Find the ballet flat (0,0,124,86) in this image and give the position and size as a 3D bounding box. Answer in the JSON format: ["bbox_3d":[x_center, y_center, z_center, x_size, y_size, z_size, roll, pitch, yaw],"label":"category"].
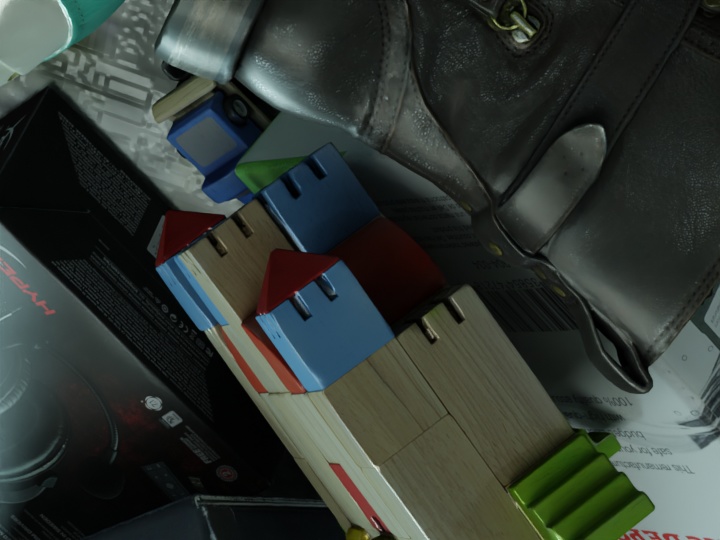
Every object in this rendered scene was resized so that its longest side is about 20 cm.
[{"bbox_3d":[-0.134,-0.076,0.850,0.067,0.071,0.200,39,145,-23],"label":"ballet flat"}]

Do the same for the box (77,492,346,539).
[{"bbox_3d":[-0.069,0.167,0.948,0.199,0.124,0.196,-23,162,27],"label":"box"}]

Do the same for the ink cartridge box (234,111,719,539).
[{"bbox_3d":[0.078,0.005,0.830,0.200,0.084,0.145,46,159,-21],"label":"ink cartridge box"}]

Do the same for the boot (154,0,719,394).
[{"bbox_3d":[0.057,-0.089,0.707,0.174,0.201,0.069,28,176,-4],"label":"boot"}]

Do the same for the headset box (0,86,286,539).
[{"bbox_3d":[-0.141,0.045,0.978,0.200,0.077,0.149,-29,115,33],"label":"headset box"}]

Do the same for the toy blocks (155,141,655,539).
[{"bbox_3d":[0.000,0.027,0.770,0.137,0.100,0.200,54,170,-4],"label":"toy blocks"}]

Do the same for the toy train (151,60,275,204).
[{"bbox_3d":[0.000,0.000,0.914,0.034,0.046,0.200,-31,113,35],"label":"toy train"}]
